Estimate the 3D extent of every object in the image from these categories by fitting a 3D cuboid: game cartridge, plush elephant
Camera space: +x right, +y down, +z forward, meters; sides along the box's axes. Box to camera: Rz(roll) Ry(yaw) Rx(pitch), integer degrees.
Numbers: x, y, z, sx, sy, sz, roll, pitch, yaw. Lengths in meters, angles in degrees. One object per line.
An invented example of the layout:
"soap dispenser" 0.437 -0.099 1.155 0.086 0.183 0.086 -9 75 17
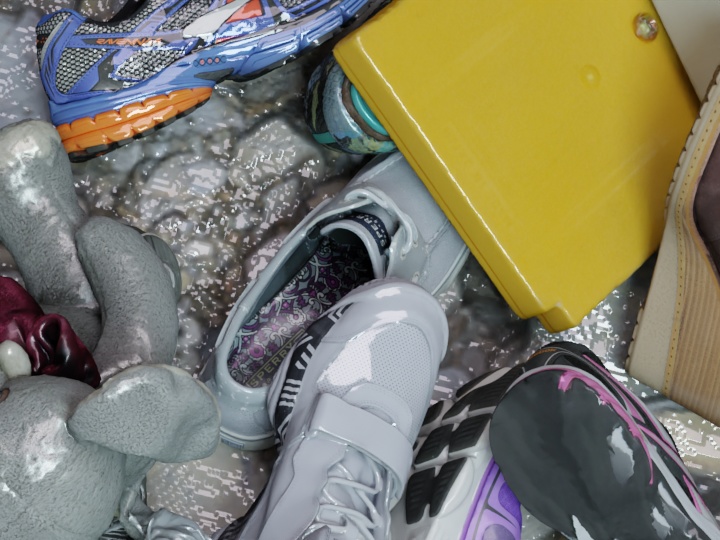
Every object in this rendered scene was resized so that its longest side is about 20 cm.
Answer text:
"game cartridge" 0.104 -0.091 1.020 0.200 0.032 0.176 -40 100 -29
"plush elephant" -0.135 0.056 0.803 0.165 0.155 0.200 -42 86 1

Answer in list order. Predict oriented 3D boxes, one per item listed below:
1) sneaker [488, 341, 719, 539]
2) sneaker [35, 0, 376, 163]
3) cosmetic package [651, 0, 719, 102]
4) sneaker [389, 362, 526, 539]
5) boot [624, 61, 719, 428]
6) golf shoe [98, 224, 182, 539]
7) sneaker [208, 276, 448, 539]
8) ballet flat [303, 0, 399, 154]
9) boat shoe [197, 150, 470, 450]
"sneaker" 0.131 0.112 0.932 0.080 0.086 0.200 -22 108 18
"sneaker" -0.068 -0.127 1.007 0.200 0.075 0.079 -29 98 -18
"cosmetic package" 0.221 -0.108 1.028 0.103 0.073 0.200 -27 90 -36
"sneaker" 0.045 0.134 0.941 0.083 0.081 0.200 35 59 -23
"boot" 0.222 -0.006 0.964 0.166 0.200 0.072 16 29 11
"golf shoe" -0.124 0.078 0.925 0.077 0.088 0.200 19 87 -5
"sneaker" -0.003 0.100 0.885 0.075 0.115 0.200 32 83 -26
"ballet flat" 0.040 -0.127 1.045 0.074 0.074 0.200 42 59 9
"boat shoe" -0.001 0.000 0.980 0.070 0.072 0.201 38 66 7
